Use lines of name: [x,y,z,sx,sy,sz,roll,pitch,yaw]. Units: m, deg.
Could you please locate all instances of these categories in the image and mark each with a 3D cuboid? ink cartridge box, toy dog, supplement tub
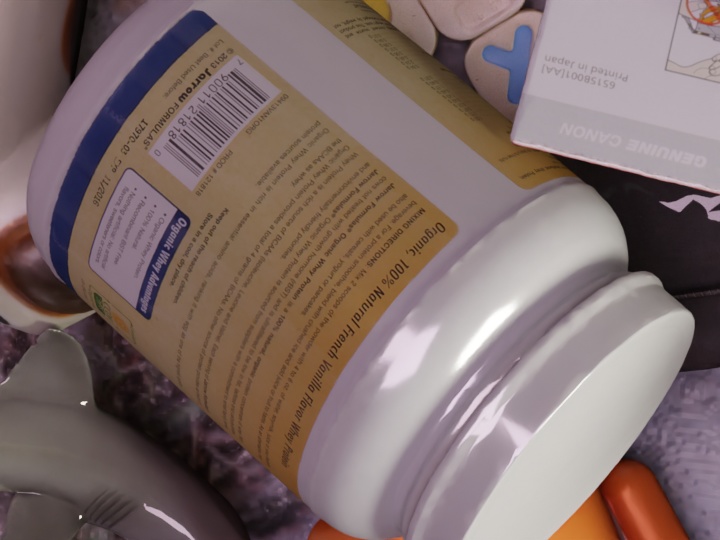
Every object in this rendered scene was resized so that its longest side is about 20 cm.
ink cartridge box: [0.162,-0.089,0.853,0.199,0.044,0.174,14,69,4]
toy dog: [-0.147,-0.072,0.963,0.193,0.140,0.201,-19,101,-9]
supplement tub: [0.000,0.000,0.851,0.200,0.144,0.145,41,108,19]

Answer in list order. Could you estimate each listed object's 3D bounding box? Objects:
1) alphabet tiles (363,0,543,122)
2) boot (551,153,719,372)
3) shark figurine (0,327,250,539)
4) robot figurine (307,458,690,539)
alphabet tiles: [0.060,-0.154,0.929,0.199,0.015,0.196,-29,97,13]
boot: [0.154,0.025,0.922,0.199,0.073,0.183,-11,93,14]
shark figurine: [-0.144,0.062,0.950,0.128,0.214,0.090,58,133,36]
robot figurine: [0.051,0.137,0.946,0.116,0.144,0.201,-22,94,40]
